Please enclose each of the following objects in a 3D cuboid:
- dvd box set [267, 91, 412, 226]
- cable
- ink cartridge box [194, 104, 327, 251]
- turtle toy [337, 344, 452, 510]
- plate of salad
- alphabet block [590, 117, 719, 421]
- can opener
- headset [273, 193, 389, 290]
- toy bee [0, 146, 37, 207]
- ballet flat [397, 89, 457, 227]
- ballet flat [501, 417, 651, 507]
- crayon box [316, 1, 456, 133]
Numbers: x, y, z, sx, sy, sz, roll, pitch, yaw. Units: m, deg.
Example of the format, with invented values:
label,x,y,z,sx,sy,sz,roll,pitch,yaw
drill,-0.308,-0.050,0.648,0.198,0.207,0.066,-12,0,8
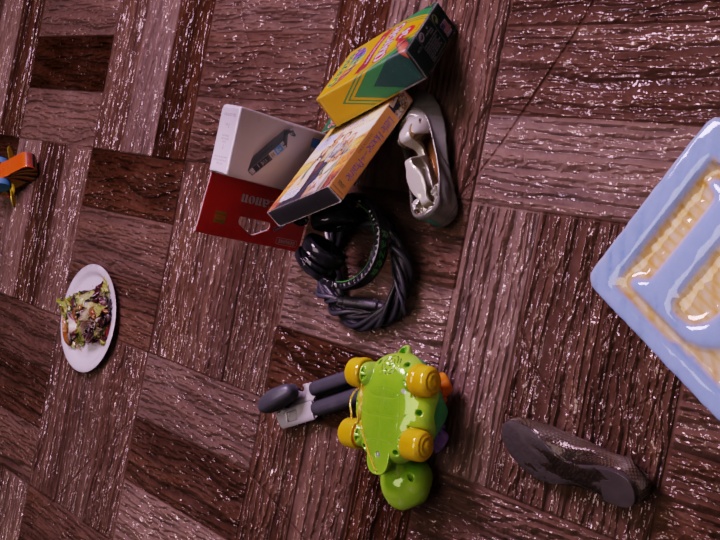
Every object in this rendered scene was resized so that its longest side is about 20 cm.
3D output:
label,x,y,z,sx,sy,sz,roll,pitch,yaw
dvd box set,-0.026,-0.150,1.353,0.146,0.029,0.201,-16,33,51
cable,0.000,0.000,1.395,0.200,0.050,0.164,50,118,38
ink cartridge box,-0.125,-0.122,1.439,0.044,0.198,0.179,17,94,44
turtle toy,0.052,0.194,1.269,0.145,0.100,0.203,3,85,45
plate of salad,-0.518,0.087,1.915,0.198,0.048,0.203,-11,74,44
alphabet block,0.364,0.010,0.913,0.196,0.198,0.197,-55,49,24
can opener,-0.063,0.175,1.416,0.199,0.066,0.054,-24,67,41
headset,-0.038,-0.047,1.383,0.198,0.093,0.125,21,97,35
toy bee,-0.762,-0.201,2.196,0.197,0.109,0.133,6,78,21
ballet flat,0.080,-0.153,1.331,0.067,0.063,0.203,-29,63,39
ballet flat,0.235,0.205,1.126,0.199,0.046,0.068,14,123,52
crayon box,0.023,-0.268,1.374,0.199,0.051,0.128,-22,28,41
